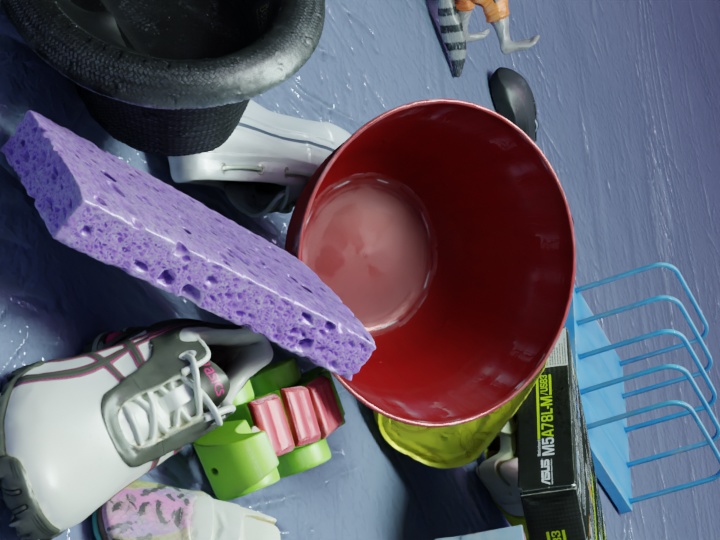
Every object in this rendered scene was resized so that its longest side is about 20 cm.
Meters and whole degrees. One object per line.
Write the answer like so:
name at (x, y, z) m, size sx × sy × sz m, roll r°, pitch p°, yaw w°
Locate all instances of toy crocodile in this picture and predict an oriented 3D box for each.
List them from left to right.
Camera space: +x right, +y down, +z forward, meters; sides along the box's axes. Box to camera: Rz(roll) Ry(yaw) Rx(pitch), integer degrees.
toy crocodile at (-0.049, 0.090, 1.032) m, size 0.200 × 0.061 × 0.068 m, roll -14°, pitch 86°, yaw -69°

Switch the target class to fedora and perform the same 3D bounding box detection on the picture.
fedora at (-0.114, -0.133, 0.984) m, size 0.202 × 0.199 × 0.092 m, roll -83°, pitch -177°, yaw -47°

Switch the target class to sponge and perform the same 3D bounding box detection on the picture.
sponge at (-0.088, -0.011, 0.915) m, size 0.199 × 0.030 × 0.112 m, roll 29°, pitch 10°, yaw -36°

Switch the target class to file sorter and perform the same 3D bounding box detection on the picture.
file sorter at (0.287, 0.112, 1.753) m, size 0.139 × 0.122 × 0.201 m, roll 53°, pitch 28°, yaw -37°

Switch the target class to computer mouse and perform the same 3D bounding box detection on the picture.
computer mouse at (0.188, -0.127, 1.826) m, size 0.201 × 0.034 × 0.059 m, roll 61°, pitch 23°, yaw -27°

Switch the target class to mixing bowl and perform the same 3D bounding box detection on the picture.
mixing bowl at (0.027, -0.008, 1.108) m, size 0.198 × 0.108 × 0.202 m, roll -2°, pitch 95°, yaw -27°

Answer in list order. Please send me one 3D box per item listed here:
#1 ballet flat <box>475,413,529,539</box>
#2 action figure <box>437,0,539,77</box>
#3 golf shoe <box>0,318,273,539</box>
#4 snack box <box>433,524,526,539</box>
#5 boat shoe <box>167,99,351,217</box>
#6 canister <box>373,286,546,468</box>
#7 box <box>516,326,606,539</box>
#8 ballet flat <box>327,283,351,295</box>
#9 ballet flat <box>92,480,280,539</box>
ballet flat at (0.118, 0.135, 1.399) m, size 0.067 × 0.066 × 0.202 m, roll -12°, pitch 94°, yaw -51°
action figure at (0.090, -0.283, 1.628) m, size 0.194 × 0.104 × 0.200 m, roll 57°, pitch 1°, yaw -23°
golf shoe at (-0.115, 0.066, 0.861) m, size 0.078 × 0.087 × 0.200 m, roll 68°, pitch 23°, yaw -11°
snack box at (0.099, 0.294, 1.137) m, size 0.201 × 0.067 × 0.170 m, roll 76°, pitch 7°, yaw -47°
boat shoe at (-0.067, -0.067, 1.127) m, size 0.199 × 0.073 × 0.067 m, roll 14°, pitch 74°, yaw -55°
canister at (0.080, 0.028, 1.288) m, size 0.086 × 0.149 × 0.201 m, roll 26°, pitch 32°, yaw -10°
box at (0.149, 0.174, 1.262) m, size 0.201 × 0.047 × 0.195 m, roll -82°, pitch 163°, yaw -58°
ballet flat at (0.000, 0.000, 1.221) m, size 0.070 × 0.069 × 0.200 m, roll 69°, pitch 22°, yaw -5°
ballet flat at (-0.061, 0.169, 0.927) m, size 0.200 × 0.071 × 0.070 m, roll 54°, pitch 28°, yaw -37°
